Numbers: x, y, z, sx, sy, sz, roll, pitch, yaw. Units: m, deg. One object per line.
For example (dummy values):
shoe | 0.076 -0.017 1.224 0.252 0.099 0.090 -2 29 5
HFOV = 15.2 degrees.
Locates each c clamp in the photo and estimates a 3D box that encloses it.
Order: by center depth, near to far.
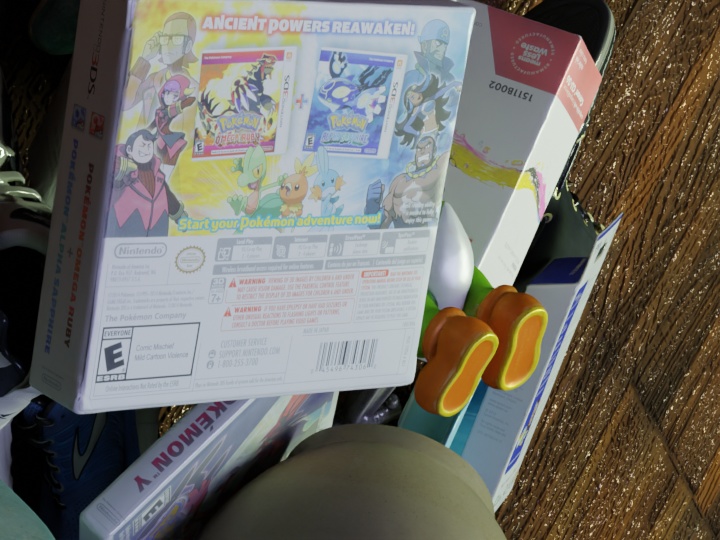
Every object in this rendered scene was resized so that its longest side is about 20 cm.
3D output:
c clamp | -0.040 0.096 1.550 0.199 0.027 0.171 -17 155 -41

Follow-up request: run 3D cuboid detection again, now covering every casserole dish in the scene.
casserole dish | 0.043 0.116 1.673 0.200 0.039 0.122 75 39 -77

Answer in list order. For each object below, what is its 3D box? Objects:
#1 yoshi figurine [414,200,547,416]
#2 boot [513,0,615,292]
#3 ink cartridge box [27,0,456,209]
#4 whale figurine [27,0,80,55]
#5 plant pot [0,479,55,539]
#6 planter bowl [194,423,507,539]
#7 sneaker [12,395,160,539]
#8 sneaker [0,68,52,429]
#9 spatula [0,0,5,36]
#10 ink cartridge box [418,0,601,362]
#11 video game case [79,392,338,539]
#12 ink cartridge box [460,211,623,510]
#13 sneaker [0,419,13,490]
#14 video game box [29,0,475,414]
yoshi figurine | -0.002 0.012 1.483 0.112 0.200 0.113 -46 152 -13
boot | 0.120 -0.065 1.727 0.205 0.073 0.154 -62 148 -5
ink cartridge box | -0.058 -0.099 1.302 0.144 0.085 0.201 18 114 -22
whale figurine | -0.072 -0.122 1.380 0.199 0.104 0.160 16 101 -47
plant pot | -0.230 0.174 1.152 0.196 0.199 0.197 18 92 -40
planter bowl | 0.000 0.167 1.406 0.135 0.199 0.201 -74 156 -44
sneaker | -0.152 0.075 1.401 0.089 0.078 0.201 0 113 -32
sneaker | -0.161 -0.026 1.227 0.079 0.129 0.201 19 66 -39
spatula | -0.177 -0.205 1.250 0.056 0.020 0.202 -22 118 -53
ink cartridge box | 0.047 -0.054 1.574 0.201 0.116 0.068 -66 158 -10
video game case | -0.075 0.107 1.393 0.182 0.023 0.200 -44 165 -22
ink cartridge box | 0.107 0.056 1.674 0.201 0.037 0.095 -67 171 15
sneaker | -0.191 0.076 1.329 0.085 0.072 0.201 -44 136 -33
video game box | -0.046 -0.035 1.197 0.199 0.047 0.184 -2 110 -42
